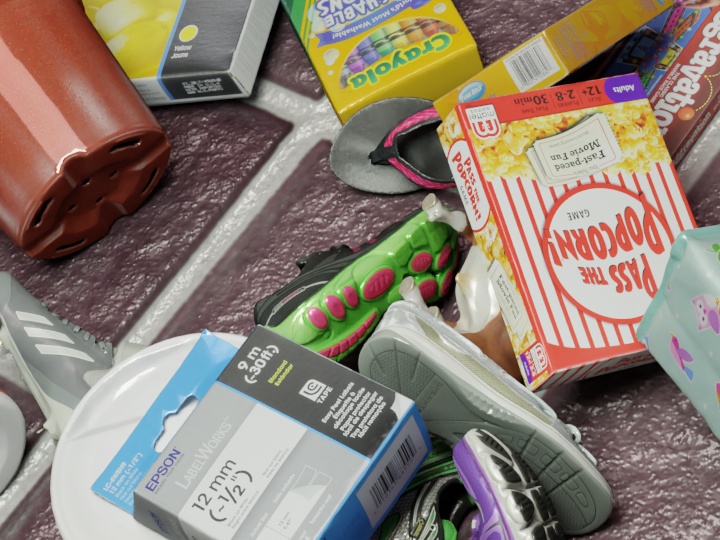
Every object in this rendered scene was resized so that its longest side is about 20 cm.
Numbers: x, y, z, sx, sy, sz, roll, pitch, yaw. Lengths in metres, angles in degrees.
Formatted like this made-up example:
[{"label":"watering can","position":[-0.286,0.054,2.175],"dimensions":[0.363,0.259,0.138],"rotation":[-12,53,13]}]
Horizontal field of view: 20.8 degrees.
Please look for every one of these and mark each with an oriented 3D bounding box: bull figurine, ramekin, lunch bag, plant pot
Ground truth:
[{"label":"bull figurine","position":[0.096,-0.005,1.412],"dimensions":[0.065,0.121,0.202],"rotation":[-20,49,47]},{"label":"ramekin","position":[-0.110,0.152,1.374],"dimensions":[0.200,0.095,0.204],"rotation":[-8,55,12]},{"label":"lunch bag","position":[0.311,0.045,1.273],"dimensions":[0.198,0.123,0.171],"rotation":[-11,48,-26]},{"label":"plant pot","position":[-0.265,-0.129,1.569],"dimensions":[0.200,0.201,0.196],"rotation":[-38,72,-10]}]

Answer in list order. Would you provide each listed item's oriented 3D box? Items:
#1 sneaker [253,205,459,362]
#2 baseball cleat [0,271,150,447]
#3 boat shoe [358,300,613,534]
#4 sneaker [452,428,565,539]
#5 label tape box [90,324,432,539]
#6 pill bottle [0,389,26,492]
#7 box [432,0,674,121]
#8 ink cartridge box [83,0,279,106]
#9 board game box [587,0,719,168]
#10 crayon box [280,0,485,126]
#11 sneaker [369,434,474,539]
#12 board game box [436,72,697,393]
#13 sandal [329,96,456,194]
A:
[{"label":"sneaker","position":[0.000,0.000,1.427],"dimensions":[0.083,0.077,0.199],"rotation":[19,34,38]},{"label":"baseball cleat","position":[-0.217,0.067,1.506],"dimensions":[0.106,0.070,0.201],"rotation":[-27,60,-9]},{"label":"boat shoe","position":[0.090,0.098,1.315],"dimensions":[0.201,0.075,0.065],"rotation":[36,38,-3]},{"label":"sneaker","position":[0.090,0.201,1.244],"dimensions":[0.083,0.081,0.202],"rotation":[-19,80,17]},{"label":"label tape box","position":[-0.074,0.117,1.287],"dimensions":[0.199,0.066,0.144],"rotation":[25,66,28]},{"label":"pill bottle","position":[-0.354,0.096,1.495],"dimensions":[0.199,0.113,0.112],"rotation":[33,70,35]},{"label":"box","position":[0.152,-0.167,1.470],"dimensions":[0.119,0.042,0.200],"rotation":[-30,5,41]},{"label":"ink cartridge box","position":[-0.162,-0.230,1.698],"dimensions":[0.196,0.047,0.202],"rotation":[-4,56,28]},{"label":"board game box","position":[0.243,-0.158,1.528],"dimensions":[0.102,0.020,0.201],"rotation":[25,66,31]},{"label":"crayon box","position":[0.022,-0.184,1.606],"dimensions":[0.125,0.052,0.201],"rotation":[-26,51,0]},{"label":"sneaker","position":[0.020,0.193,1.311],"dimensions":[0.085,0.078,0.201],"rotation":[17,62,28]},{"label":"board game box","position":[0.156,-0.029,1.361],"dimensions":[0.150,0.046,0.202],"rotation":[-12,73,-24]},{"label":"sandal","position":[0.067,-0.095,1.508],"dimensions":[0.198,0.045,0.076],"rotation":[1,97,18]}]
